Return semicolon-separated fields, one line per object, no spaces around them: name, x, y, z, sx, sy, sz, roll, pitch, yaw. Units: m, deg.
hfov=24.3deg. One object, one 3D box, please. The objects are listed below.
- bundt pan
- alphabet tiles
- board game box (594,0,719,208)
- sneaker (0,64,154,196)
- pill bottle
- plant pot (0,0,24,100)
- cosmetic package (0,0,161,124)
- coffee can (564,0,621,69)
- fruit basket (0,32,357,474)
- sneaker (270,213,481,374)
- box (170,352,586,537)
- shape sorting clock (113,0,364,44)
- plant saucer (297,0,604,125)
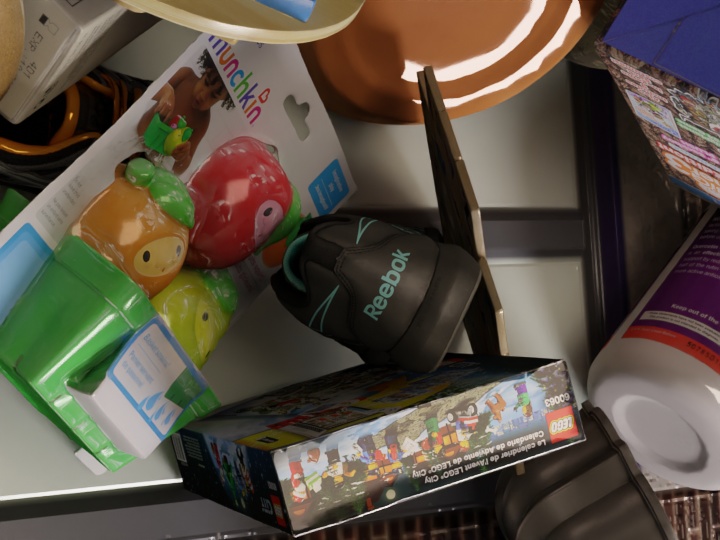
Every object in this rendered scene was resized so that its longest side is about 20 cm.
bundt pan;0.132;0.177;0.894;0.076;0.202;0.202;-25;101;-1
alphabet tiles;0.056;0.000;0.854;0.006;0.200;0.167;-14;49;-1
board game box;0.229;-0.127;0.902;0.160;0.097;0.200;-57;152;-4
sneaker;-0.129;-0.065;0.798;0.199;0.077;0.079;7;80;-35
pill bottle;0.230;0.028;1.009;0.113;0.112;0.200;51;61;-19
plant pot;-0.234;-0.107;0.660;0.200;0.200;0.028;33;43;-27
cosmetic package;-0.122;-0.161;0.764;0.105;0.071;0.200;45;41;-1
coffee can;0.179;-0.232;0.981;0.200;0.146;0.147;-42;108;-29
fruit basket;-0.081;-0.010;0.768;0.200;0.094;0.185;-42;151;-11
sneaker;0.000;0.000;0.796;0.079;0.200;0.076;24;85;-8
box;-0.001;0.075;0.778;0.136;0.200;0.038;-15;93;-18
shape sorting clock;-0.086;-0.161;0.698;0.199;0.039;0.200;22;39;-19
plant saucer;0.046;-0.148;0.864;0.200;0.200;0.038;11;40;-33
